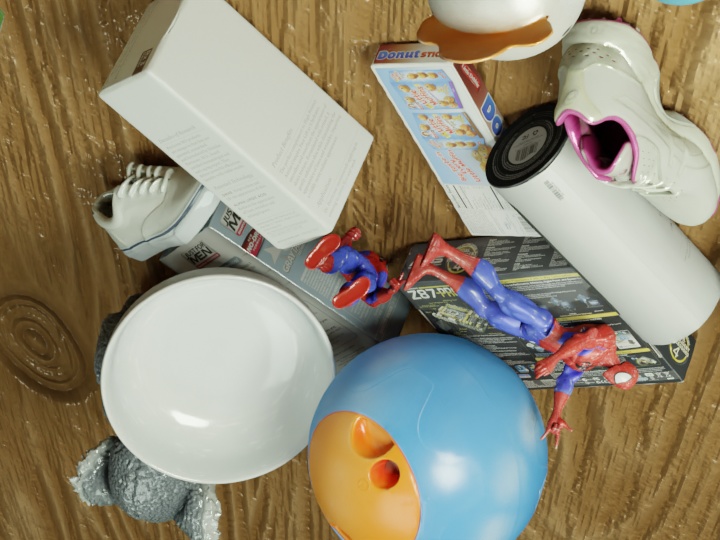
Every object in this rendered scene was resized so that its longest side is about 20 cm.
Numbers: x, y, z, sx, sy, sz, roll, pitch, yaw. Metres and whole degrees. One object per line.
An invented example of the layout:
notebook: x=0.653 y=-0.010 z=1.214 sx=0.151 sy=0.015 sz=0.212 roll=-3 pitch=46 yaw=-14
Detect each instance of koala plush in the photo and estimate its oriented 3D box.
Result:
koala plush: x=-0.184 y=0.147 z=1.811 sx=0.177 sy=0.184 sz=0.201 roll=18 pitch=105 yaw=13

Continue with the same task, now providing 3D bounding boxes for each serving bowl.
serving bowl: x=-0.123 y=0.082 z=1.670 sx=0.199 sy=0.066 sz=0.201 roll=-3 pitch=115 yaw=-7

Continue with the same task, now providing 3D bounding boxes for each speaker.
speaker: x=0.184 y=-0.032 z=1.445 sx=0.081 sy=0.081 sz=0.200 roll=-12 pitch=135 yaw=46

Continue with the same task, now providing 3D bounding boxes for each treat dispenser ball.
treat dispenser ball: x=0.055 y=0.153 z=1.615 sx=0.200 sy=0.201 sz=0.201 roll=18 pitch=150 yaw=11

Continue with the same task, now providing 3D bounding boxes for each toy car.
toy car: x=0.110 y=-0.187 z=1.129 sx=0.176 sy=0.201 sz=0.185 roll=6 pitch=146 yaw=28

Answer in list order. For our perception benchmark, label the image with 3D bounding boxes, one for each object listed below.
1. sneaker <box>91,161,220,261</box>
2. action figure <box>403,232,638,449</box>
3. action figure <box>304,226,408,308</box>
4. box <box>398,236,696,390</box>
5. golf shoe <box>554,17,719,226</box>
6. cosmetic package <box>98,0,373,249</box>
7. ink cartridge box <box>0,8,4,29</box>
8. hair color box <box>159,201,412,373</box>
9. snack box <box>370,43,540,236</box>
sneaker: x=-0.174 y=-0.060 z=1.659 sx=0.071 sy=0.073 sz=0.200 roll=34 pitch=148 yaw=-18
action figure: x=0.124 y=0.061 z=1.528 sx=0.199 sy=0.099 sz=0.065 roll=26 pitch=150 yaw=-5
action figure: x=0.000 y=0.000 z=1.583 sx=0.065 sy=0.052 sz=0.200 roll=50 pitch=-176 yaw=5
box: x=0.152 y=0.036 z=1.606 sx=0.199 sy=0.049 sz=0.161 roll=-7 pitch=140 yaw=42
golf shoe: x=0.187 y=-0.083 z=1.351 sx=0.075 sy=0.092 sz=0.200 roll=-5 pitch=140 yaw=38
cosmetic package: x=-0.092 y=-0.117 z=1.485 sx=0.200 sy=0.102 sz=0.074 roll=41 pitch=144 yaw=-25
ink cartridge box: x=-0.334 y=-0.203 z=1.383 sx=0.103 sy=0.060 sz=0.200 roll=13 pitch=167 yaw=8
hair color box: x=-0.065 y=0.008 z=1.703 sx=0.200 sy=0.061 sz=0.099 roll=34 pitch=148 yaw=-18
snack box: x=0.080 y=-0.096 z=1.471 sx=0.072 sy=0.024 sz=0.200 roll=3 pitch=144 yaw=33
